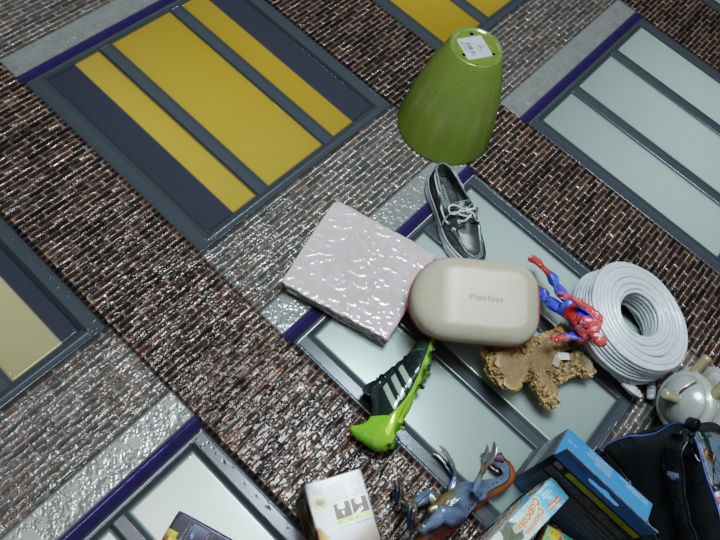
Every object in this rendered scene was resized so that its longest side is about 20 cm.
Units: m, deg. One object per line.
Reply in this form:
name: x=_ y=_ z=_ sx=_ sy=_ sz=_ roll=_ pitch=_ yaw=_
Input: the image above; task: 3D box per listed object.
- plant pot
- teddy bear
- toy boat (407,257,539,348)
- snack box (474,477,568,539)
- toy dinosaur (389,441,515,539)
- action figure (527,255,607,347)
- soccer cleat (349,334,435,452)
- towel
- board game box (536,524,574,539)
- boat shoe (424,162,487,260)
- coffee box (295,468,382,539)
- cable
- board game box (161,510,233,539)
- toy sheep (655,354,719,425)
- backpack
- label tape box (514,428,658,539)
plant pot: x=0.178 y=-0.326 z=1.232 sx=0.185 sy=0.200 sz=0.189 roll=5 pitch=62 yaw=-9
teddy bear: x=0.279 y=0.146 z=1.084 sx=0.199 sy=0.067 sz=0.145 roll=-28 pitch=75 yaw=-31
toy boat: x=0.171 y=0.055 z=1.067 sx=0.198 sy=0.131 sz=0.132 roll=6 pitch=75 yaw=-2
snack box: x=0.181 y=0.363 z=0.910 sx=0.199 sy=0.116 sz=0.037 roll=-34 pitch=73 yaw=-25
toy dinosaur: x=0.137 y=0.321 z=0.971 sx=0.180 sy=0.105 sz=0.202 roll=4 pitch=98 yaw=-23
action figure: x=0.303 y=0.051 z=1.077 sx=0.098 sy=0.066 sz=0.200 roll=9 pitch=29 yaw=-37
soccer cleat: x=0.051 y=0.171 z=1.021 sx=0.080 sy=0.068 sz=0.201 roll=21 pitch=60 yaw=16
towel: x=0.000 y=0.000 z=1.119 sx=0.199 sy=0.032 sz=0.192 roll=29 pitch=61 yaw=6
board game box: x=0.324 y=0.444 z=0.941 sx=0.199 sy=0.030 sz=0.096 roll=30 pitch=70 yaw=3
boat shoe: x=0.171 y=-0.096 z=1.182 sx=0.073 sy=0.068 sz=0.201 roll=-8 pitch=64 yaw=-15
coffee box: x=-0.015 y=0.371 z=0.869 sx=0.079 sy=0.115 sz=0.201 roll=-12 pitch=64 yaw=-17
cable: x=0.439 y=0.083 z=1.120 sx=0.199 sy=0.069 sz=0.201 roll=36 pitch=55 yaw=-4
board game box: x=-0.139 y=0.369 z=0.816 sx=0.199 sy=0.166 sz=0.057 roll=27 pitch=62 yaw=4
toy sheep: x=0.524 y=0.205 z=1.047 sx=0.199 sy=0.138 sz=0.139 roll=23 pitch=57 yaw=-24
backpack: x=0.449 y=0.320 z=0.959 sx=0.153 sy=0.200 sz=0.192 roll=7 pitch=63 yaw=-22
label tape box: x=0.307 y=0.292 z=0.924 sx=0.144 sy=0.200 sz=0.063 roll=43 pitch=63 yaw=12
